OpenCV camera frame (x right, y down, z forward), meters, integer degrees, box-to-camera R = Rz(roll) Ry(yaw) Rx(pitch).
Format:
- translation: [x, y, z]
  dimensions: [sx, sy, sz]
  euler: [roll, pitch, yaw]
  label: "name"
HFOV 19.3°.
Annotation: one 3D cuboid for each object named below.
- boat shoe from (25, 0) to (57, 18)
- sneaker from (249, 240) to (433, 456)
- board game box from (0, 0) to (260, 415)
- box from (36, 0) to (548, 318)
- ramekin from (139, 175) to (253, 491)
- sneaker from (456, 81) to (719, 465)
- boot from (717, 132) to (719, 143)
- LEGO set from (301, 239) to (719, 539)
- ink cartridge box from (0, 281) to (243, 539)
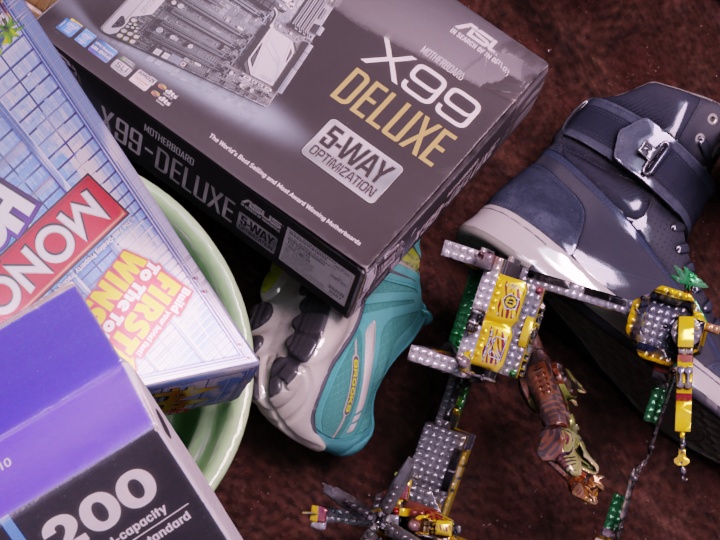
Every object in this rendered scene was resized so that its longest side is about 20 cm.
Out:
- translation: [-0.156, -0.164, 1.050]
  dimensions: [0.200, 0.069, 0.071]
  euler: [-39, 99, 10]
  label: "boat shoe"
- translation: [0.000, 0.000, 1.060]
  dimensions: [0.080, 0.077, 0.201]
  euler: [43, 56, -34]
  label: "sneaker"
- translation: [-0.153, 0.014, 0.906]
  dimensions: [0.200, 0.062, 0.200]
  euler: [43, 68, 3]
  label: "board game box"
- translation: [-0.034, -0.094, 1.016]
  dimensions: [0.200, 0.050, 0.158]
  euler: [36, 60, 11]
  label: "box"
- translation: [-0.155, 0.052, 0.980]
  dimensions: [0.199, 0.098, 0.201]
  euler: [4, 72, -13]
  label: "ramekin"
- translation: [0.171, -0.004, 1.091]
  dimensions: [0.202, 0.077, 0.146]
  euler: [42, 71, 3]
  label: "sneaker"
- translation: [0.264, -0.040, 1.085]
  dimensions: [0.200, 0.077, 0.139]
  euler: [-22, 81, -56]
  label: "boot"
- translation: [0.078, 0.074, 0.985]
  dimensions: [0.153, 0.116, 0.201]
  euler: [26, 92, 12]
  label: "LEGO set"
- translation: [-0.153, 0.130, 0.867]
  dimensions: [0.198, 0.200, 0.043]
  euler: [-31, 39, -4]
  label: "ink cartridge box"
